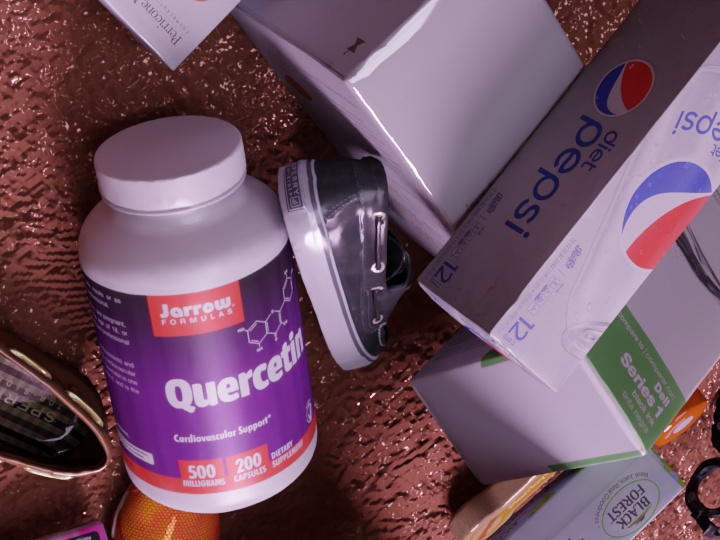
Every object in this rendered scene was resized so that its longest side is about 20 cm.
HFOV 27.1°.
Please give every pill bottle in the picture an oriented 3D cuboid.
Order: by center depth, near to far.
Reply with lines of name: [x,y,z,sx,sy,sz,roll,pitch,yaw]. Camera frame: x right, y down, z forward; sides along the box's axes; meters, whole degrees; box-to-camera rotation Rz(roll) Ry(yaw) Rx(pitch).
pill bottle: [-0.088,0.024,0.808,0.112,0.112,0.201,-20,122,-22]

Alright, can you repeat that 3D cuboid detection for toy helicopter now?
toy helicopter: [0.131,0.118,1.002,0.200,0.079,0.132,-46,157,16]

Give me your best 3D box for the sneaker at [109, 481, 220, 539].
sneaker: [-0.114,0.205,0.906,0.073,0.077,0.201,-3,113,-28]

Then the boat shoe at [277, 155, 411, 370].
boat shoe: [0.000,0.000,0.833,0.056,0.069,0.200,-12,154,4]

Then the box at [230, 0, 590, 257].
box: [0.045,-0.092,0.806,0.106,0.152,0.200,-43,128,-5]

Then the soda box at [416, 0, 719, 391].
soda box: [0.123,-0.044,0.738,0.200,0.068,0.063,-52,128,-1]

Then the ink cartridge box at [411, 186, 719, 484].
ink cartridge box: [0.148,0.026,0.885,0.200,0.146,0.084,-42,102,-35]

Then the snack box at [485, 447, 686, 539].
snack box: [0.085,0.184,0.870,0.200,0.053,0.142,-40,173,-18]

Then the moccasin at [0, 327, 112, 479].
moccasin: [-0.214,0.060,0.771,0.074,0.078,0.201,-51,128,1]

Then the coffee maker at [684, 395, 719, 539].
coffee maker: [0.368,0.141,1.152,0.192,0.135,0.200,-40,130,21]

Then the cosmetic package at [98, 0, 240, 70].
cosmetic package: [-0.108,-0.219,0.716,0.151,0.052,0.200,-45,128,-1]

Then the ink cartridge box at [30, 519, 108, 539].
ink cartridge box: [-0.168,0.252,0.852,0.094,0.037,0.201,-15,87,-17]
